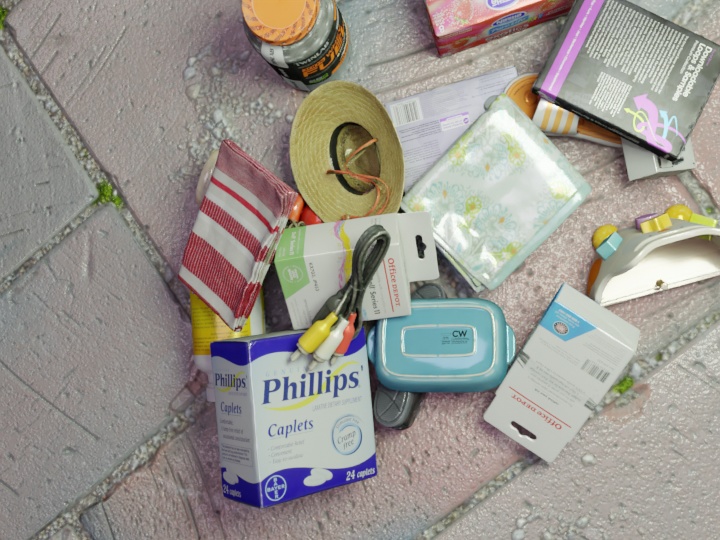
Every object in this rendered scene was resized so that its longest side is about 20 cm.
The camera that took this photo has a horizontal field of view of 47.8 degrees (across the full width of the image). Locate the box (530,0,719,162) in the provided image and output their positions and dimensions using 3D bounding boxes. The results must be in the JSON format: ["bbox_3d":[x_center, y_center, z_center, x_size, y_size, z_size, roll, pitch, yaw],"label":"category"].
[{"bbox_3d":[0.329,-0.242,0.994,0.197,0.036,0.145,28,92,9],"label":"box"}]

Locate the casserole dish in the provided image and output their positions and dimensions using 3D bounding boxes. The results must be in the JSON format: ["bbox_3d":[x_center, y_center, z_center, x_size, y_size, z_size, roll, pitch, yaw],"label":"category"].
[{"bbox_3d":[0.101,0.093,1.047,0.195,0.039,0.124,-1,77,10],"label":"casserole dish"}]

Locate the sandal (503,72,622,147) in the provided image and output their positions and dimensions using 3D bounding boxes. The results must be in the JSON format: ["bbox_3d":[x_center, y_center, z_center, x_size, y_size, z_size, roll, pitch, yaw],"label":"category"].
[{"bbox_3d":[0.285,-0.213,1.050,0.202,0.059,0.081,10,83,-8],"label":"sandal"}]

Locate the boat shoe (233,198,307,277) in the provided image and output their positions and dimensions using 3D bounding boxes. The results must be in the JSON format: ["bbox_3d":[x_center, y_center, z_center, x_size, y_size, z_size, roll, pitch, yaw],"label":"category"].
[{"bbox_3d":[-0.097,-0.038,1.093,0.072,0.075,0.201,-28,122,11],"label":"boat shoe"}]

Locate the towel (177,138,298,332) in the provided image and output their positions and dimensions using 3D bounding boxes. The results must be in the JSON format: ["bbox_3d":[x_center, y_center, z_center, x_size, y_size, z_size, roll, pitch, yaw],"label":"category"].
[{"bbox_3d":[-0.163,-0.043,1.023,0.143,0.023,0.203,37,113,33],"label":"towel"}]

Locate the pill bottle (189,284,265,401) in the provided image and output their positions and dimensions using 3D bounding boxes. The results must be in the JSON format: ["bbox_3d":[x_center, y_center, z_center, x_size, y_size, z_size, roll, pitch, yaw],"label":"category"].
[{"bbox_3d":[-0.182,0.074,1.120,0.102,0.104,0.205,-4,87,9],"label":"pill bottle"}]

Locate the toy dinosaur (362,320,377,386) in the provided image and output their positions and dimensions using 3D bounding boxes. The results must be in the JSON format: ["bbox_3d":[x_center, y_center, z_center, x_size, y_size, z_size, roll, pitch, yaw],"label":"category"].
[{"bbox_3d":[0.010,0.045,1.113,0.087,0.047,0.204,19,86,20],"label":"toy dinosaur"}]

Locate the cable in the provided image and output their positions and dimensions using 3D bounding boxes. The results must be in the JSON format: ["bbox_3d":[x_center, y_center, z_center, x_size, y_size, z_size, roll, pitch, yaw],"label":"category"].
[{"bbox_3d":[-0.005,0.038,0.974,0.201,0.096,0.051,-54,51,25],"label":"cable"}]

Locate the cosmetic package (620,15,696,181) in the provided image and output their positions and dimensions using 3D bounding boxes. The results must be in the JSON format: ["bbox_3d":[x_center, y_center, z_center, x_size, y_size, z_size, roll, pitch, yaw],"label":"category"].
[{"bbox_3d":[0.372,-0.223,1.047,0.081,0.050,0.205,-9,87,-32],"label":"cosmetic package"}]

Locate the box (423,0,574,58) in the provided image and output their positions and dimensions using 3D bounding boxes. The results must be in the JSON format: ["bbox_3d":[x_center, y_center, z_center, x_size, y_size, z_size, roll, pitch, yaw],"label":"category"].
[{"bbox_3d":[0.182,-0.369,1.075,0.196,0.100,0.098,-17,86,8],"label":"box"}]

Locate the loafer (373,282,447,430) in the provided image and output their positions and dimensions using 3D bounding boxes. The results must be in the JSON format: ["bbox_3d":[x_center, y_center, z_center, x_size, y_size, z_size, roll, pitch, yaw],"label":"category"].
[{"bbox_3d":[0.074,0.118,1.106,0.071,0.063,0.204,13,78,35],"label":"loafer"}]

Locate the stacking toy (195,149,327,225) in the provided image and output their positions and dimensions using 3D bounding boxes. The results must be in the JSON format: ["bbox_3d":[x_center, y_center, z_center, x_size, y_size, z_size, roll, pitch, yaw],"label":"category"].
[{"bbox_3d":[-0.126,-0.094,1.136,0.196,0.085,0.087,22,92,3],"label":"stacking toy"}]

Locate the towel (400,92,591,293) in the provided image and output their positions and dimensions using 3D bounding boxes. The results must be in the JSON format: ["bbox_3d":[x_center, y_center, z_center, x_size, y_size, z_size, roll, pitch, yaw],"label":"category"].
[{"bbox_3d":[0.170,-0.094,1.043,0.171,0.048,0.200,44,101,-5],"label":"towel"}]

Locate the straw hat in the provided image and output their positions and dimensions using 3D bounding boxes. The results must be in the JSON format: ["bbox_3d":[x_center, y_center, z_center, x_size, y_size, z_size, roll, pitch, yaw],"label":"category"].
[{"bbox_3d":[0.003,-0.150,1.079,0.198,0.084,0.206,13,111,36],"label":"straw hat"}]

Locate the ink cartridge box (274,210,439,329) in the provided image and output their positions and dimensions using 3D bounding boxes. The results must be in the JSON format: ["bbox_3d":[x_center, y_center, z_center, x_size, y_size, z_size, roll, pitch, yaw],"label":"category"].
[{"bbox_3d":[0.000,0.000,1.027,0.195,0.068,0.119,-8,127,7],"label":"ink cartridge box"}]

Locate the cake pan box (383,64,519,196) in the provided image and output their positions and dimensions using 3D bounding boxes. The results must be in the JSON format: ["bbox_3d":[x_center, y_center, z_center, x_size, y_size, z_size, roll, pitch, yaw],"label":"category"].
[{"bbox_3d":[0.138,-0.158,1.102,0.196,0.052,0.188,-15,84,8],"label":"cake pan box"}]

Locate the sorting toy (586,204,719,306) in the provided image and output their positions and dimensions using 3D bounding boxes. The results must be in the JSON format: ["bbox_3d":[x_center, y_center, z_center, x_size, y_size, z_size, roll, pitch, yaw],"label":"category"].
[{"bbox_3d":[0.372,-0.024,0.994,0.196,0.180,0.109,-16,86,8],"label":"sorting toy"}]

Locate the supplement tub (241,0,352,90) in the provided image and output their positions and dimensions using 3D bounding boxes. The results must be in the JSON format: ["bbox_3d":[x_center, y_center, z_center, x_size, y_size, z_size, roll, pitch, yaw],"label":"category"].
[{"bbox_3d":[-0.083,-0.319,1.066,0.120,0.200,0.126,0,89,9],"label":"supplement tub"}]

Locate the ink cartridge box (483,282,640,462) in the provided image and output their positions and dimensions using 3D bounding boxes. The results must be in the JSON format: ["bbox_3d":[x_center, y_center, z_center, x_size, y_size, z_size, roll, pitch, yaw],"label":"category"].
[{"bbox_3d":[0.254,0.134,1.045,0.115,0.067,0.202,32,120,9],"label":"ink cartridge box"}]

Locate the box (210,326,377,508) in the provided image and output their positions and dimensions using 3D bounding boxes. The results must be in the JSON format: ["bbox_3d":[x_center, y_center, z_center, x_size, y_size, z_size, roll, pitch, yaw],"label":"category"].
[{"bbox_3d":[-0.085,0.181,1.054,0.104,0.181,0.205,-8,87,53],"label":"box"}]
